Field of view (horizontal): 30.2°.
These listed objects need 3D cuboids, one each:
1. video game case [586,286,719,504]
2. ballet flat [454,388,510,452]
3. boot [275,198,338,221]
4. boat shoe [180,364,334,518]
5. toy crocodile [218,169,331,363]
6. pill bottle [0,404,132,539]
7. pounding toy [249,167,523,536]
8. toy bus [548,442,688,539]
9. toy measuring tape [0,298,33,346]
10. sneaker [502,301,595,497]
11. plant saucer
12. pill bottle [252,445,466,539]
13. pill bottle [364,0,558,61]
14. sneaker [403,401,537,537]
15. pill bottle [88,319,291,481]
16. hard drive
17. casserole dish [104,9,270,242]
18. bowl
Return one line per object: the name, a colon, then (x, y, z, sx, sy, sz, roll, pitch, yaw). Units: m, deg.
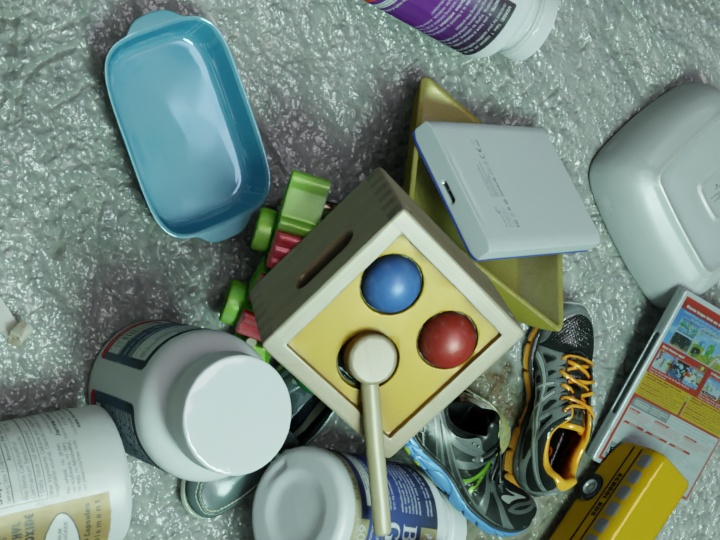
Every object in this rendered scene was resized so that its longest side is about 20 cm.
video game case: (0.340, 0.135, 1.414, 0.142, 0.017, 0.202, 27, 94, -26)
ballet flat: (0.080, 0.132, 1.273, 0.199, 0.070, 0.071, 33, 77, -26)
boot: (0.000, 0.000, 1.224, 0.198, 0.075, 0.109, 23, 86, -28)
boat shoe: (-0.080, 0.142, 1.188, 0.200, 0.062, 0.073, -45, 113, -19)
toy crocodile: (-0.073, 0.008, 1.156, 0.067, 0.062, 0.202, 20, 113, -10)
pill bottle: (-0.289, 0.178, 1.045, 0.198, 0.114, 0.116, -9, 96, -28)
pounding toy: (0.017, 0.067, 1.092, 0.200, 0.142, 0.184, -43, 114, 8)
toy bus: (0.244, 0.274, 1.355, 0.065, 0.078, 0.201, 46, 73, -27)
toy measuring tape: (-0.303, -0.036, 1.051, 0.073, 0.073, 0.201, -37, 106, -22)
sneaker: (0.204, 0.131, 1.335, 0.077, 0.077, 0.203, 14, 84, -26)
plant saucer: (0.106, -0.055, 1.249, 0.199, 0.048, 0.201, 37, 38, -25)
pill bottle: (0.007, 0.223, 1.191, 0.199, 0.110, 0.113, 19, 82, -48)
pill bottle: (0.084, -0.270, 1.235, 0.198, 0.112, 0.114, 24, 81, -27)
sneaker: (0.106, 0.172, 1.223, 0.082, 0.071, 0.200, -38, 118, 8)
pill bottle: (-0.136, 0.106, 1.077, 0.118, 0.199, 0.121, -1, 93, -28)
hard drive: (0.139, -0.075, 1.241, 0.199, 0.025, 0.133, -5, 65, -52)
casserole dish: (-0.153, -0.122, 1.153, 0.120, 0.039, 0.202, -24, 102, -26)
bowl: (0.355, -0.081, 1.413, 0.199, 0.074, 0.201, -38, 108, -21)
